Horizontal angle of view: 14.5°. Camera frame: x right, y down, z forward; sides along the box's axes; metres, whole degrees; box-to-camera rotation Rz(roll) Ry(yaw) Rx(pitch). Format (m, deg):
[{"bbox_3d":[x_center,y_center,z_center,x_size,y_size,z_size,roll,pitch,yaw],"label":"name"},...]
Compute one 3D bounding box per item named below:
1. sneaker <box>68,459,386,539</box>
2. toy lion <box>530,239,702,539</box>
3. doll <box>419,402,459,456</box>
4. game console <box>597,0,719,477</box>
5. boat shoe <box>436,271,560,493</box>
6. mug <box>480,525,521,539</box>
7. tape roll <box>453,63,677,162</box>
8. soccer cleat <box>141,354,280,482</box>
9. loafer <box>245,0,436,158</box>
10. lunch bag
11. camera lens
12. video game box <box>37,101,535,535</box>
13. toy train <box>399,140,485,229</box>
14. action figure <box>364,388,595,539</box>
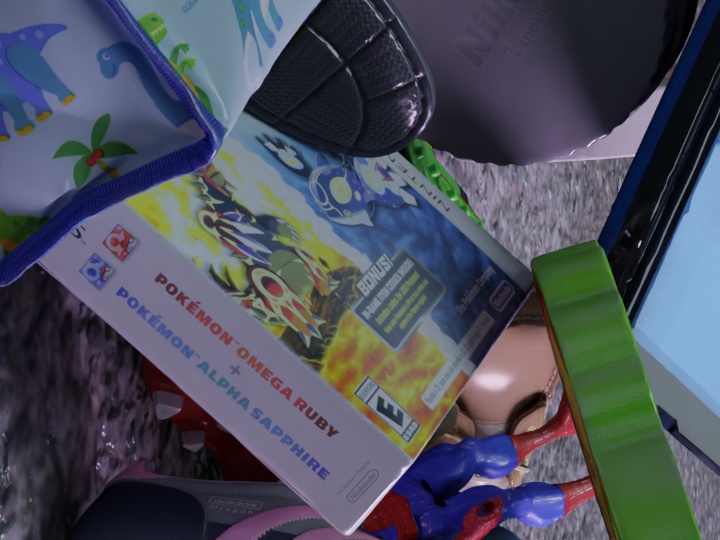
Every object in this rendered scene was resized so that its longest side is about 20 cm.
[{"bbox_3d":[-0.006,0.108,1.020,0.082,0.200,0.070,-72,171,-51],"label":"sneaker"},{"bbox_3d":[0.104,0.089,1.045,0.200,0.069,0.192,-100,174,-75],"label":"toy lion"},{"bbox_3d":[0.000,0.000,1.249,0.137,0.048,0.200,90,-11,-54],"label":"doll"},{"bbox_3d":[0.174,-0.035,1.193,0.171,0.118,0.200,107,8,-62],"label":"game console"},{"bbox_3d":[0.052,0.072,1.278,0.200,0.074,0.066,116,-26,-54],"label":"boat shoe"},{"bbox_3d":[0.017,0.202,1.181,0.152,0.114,0.185,-120,-154,-43],"label":"mug"},{"bbox_3d":[0.148,-0.088,1.532,0.203,0.203,0.037,-25,110,-71],"label":"tape roll"},{"bbox_3d":[-0.043,0.039,1.146,0.200,0.069,0.085,67,18,-54],"label":"soccer cleat"},{"bbox_3d":[-0.050,-0.120,1.032,0.200,0.072,0.063,36,27,-25],"label":"loafer"},{"bbox_3d":[-0.109,-0.127,0.877,0.200,0.127,0.170,52,27,-13],"label":"lunch bag"},{"bbox_3d":[0.080,-0.153,1.285,0.200,0.160,0.160,-66,148,-61],"label":"camera lens"},{"bbox_3d":[-0.034,-0.013,1.035,0.182,0.047,0.200,39,24,0],"label":"video game box"},{"bbox_3d":[0.027,-0.043,1.407,0.200,0.042,0.056,45,27,-69],"label":"toy train"},{"bbox_3d":[0.027,0.092,1.134,0.200,0.065,0.052,-22,146,-33],"label":"action figure"}]
